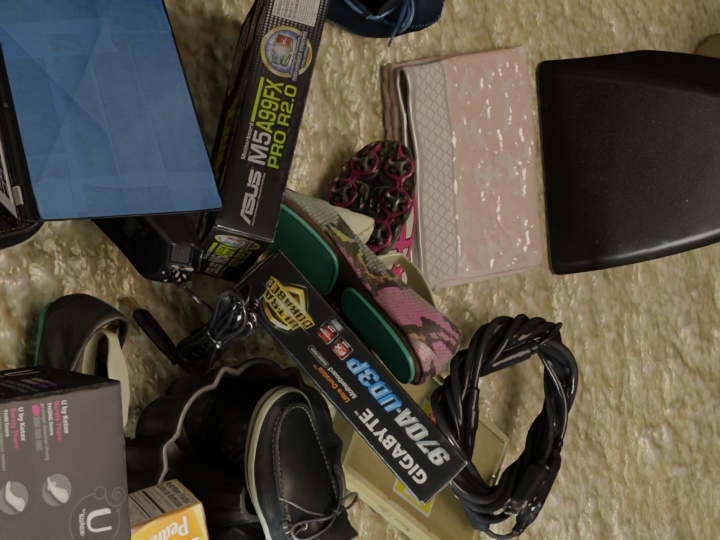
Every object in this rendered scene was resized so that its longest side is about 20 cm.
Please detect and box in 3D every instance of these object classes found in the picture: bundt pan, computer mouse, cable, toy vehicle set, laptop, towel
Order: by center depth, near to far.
[{"bbox_3d":[-0.192,-0.134,1.119,0.200,0.115,0.188,55,13,-56],"label":"laptop"},{"bbox_3d":[-0.145,-0.020,1.260,0.200,0.141,0.046,46,58,5],"label":"computer mouse"},{"bbox_3d":[-0.102,0.162,1.332,0.201,0.075,0.203,-3,94,-50],"label":"bundt pan"},{"bbox_3d":[0.049,0.153,1.548,0.200,0.026,0.125,43,59,-41],"label":"toy vehicle set"},{"bbox_3d":[0.124,0.120,1.587,0.163,0.051,0.201,48,58,-33],"label":"cable"},{"bbox_3d":[0.093,-0.089,1.592,0.190,0.032,0.201,-14,102,-49],"label":"towel"}]

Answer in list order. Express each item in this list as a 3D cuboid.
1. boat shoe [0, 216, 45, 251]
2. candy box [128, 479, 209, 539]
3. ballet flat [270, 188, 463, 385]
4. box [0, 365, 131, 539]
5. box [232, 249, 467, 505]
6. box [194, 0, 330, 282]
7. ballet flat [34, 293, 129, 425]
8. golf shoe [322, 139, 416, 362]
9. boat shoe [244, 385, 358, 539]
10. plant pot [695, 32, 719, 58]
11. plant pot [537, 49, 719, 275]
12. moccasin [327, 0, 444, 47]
[{"bbox_3d":[-0.265,-0.052,1.136,0.199,0.062,0.075,15,77,-50],"label":"boat shoe"},{"bbox_3d":[-0.190,0.225,1.184,0.199,0.055,0.116,-18,111,-23],"label":"candy box"},{"bbox_3d":[0.000,0.000,1.389,0.071,0.069,0.200,-35,73,-31],"label":"ballet flat"},{"bbox_3d":[-0.251,0.124,1.089,0.199,0.122,0.107,-7,97,-33],"label":"box"},{"bbox_3d":[-0.010,0.075,1.321,0.046,0.159,0.200,-42,91,-3],"label":"box"},{"bbox_3d":[-0.073,-0.104,1.303,0.044,0.160,0.201,15,78,-10],"label":"box"},{"bbox_3d":[-0.193,0.115,1.224,0.068,0.068,0.201,19,77,-65],"label":"ballet flat"},{"bbox_3d":[0.003,-0.005,1.469,0.092,0.072,0.201,55,47,-69],"label":"golf shoe"},{"bbox_3d":[-0.035,0.180,1.308,0.074,0.062,0.201,-15,101,-47],"label":"boat shoe"},{"bbox_3d":[0.447,-0.183,1.888,0.200,0.183,0.202,-2,93,-49],"label":"plant pot"},{"bbox_3d":[0.299,-0.108,1.722,0.199,0.177,0.201,-13,100,-49],"label":"plant pot"},{"bbox_3d":[0.008,-0.222,1.458,0.199,0.068,0.081,-1,92,-50],"label":"moccasin"}]
